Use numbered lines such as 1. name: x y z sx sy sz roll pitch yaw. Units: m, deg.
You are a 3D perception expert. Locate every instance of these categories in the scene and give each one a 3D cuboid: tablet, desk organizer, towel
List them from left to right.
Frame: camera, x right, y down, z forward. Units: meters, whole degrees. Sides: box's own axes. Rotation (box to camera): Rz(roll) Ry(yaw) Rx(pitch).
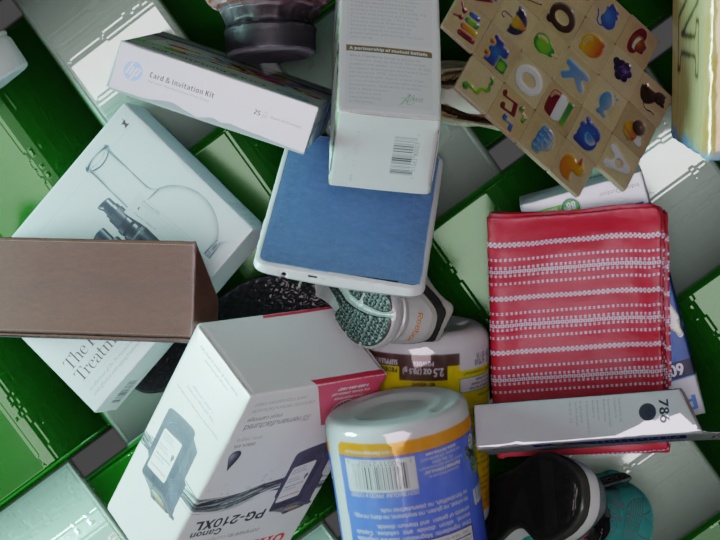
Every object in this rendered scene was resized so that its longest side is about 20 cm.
1. desk organizer: -0.211 0.015 1.695 0.198 0.072 0.078 2 88 14
2. tablet: -0.006 -0.045 1.682 0.129 0.201 0.014 9 123 1
3. towel: 0.172 0.048 1.709 0.143 0.022 0.202 -2 100 7

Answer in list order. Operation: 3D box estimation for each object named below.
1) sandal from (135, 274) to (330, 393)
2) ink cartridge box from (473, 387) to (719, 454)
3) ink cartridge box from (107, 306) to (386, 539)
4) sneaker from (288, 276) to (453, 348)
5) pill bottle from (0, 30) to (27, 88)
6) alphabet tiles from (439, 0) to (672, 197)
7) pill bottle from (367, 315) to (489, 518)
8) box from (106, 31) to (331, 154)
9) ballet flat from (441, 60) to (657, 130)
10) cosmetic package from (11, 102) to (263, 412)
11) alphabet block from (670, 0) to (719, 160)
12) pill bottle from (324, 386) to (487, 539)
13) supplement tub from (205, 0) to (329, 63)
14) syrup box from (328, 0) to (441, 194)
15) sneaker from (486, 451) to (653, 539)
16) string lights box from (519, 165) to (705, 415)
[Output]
1. sandal: -0.104 0.050 1.781 0.198 0.045 0.076 -15 92 20
2. ink cartridge box: 0.189 0.115 1.657 0.198 0.099 0.040 -3 82 8
3. ink cartridge box: -0.091 0.134 1.697 0.084 0.144 0.201 50 127 30
4. sneaker: 0.000 0.000 1.710 0.079 0.200 0.074 7 120 -36
5. pill bottle: -0.357 -0.219 1.714 0.113 0.113 0.201 -34 96 8
6. alphabet tiles: 0.154 -0.160 1.680 0.200 0.006 0.167 39 60 -18
7. pill bottle: 0.050 0.142 1.746 0.108 0.109 0.202 0 99 4
8. box: -0.102 -0.138 1.667 0.155 0.200 0.042 19 100 1
9. ballet flat: 0.137 -0.132 1.722 0.198 0.062 0.068 0 97 3
10. cosmetic package: -0.194 -0.010 1.753 0.151 0.052 0.200 43 99 12
11. alphabet block: 0.337 -0.192 1.631 0.193 0.196 0.202 -1 99 -1
12. pill bottle: 0.041 0.198 1.643 0.111 0.112 0.202 -8 102 5
13. supplement tub: -0.072 -0.264 1.675 0.106 0.107 0.202 -2 86 4
14. syrup box: 0.019 -0.159 1.653 0.081 0.201 0.079 5 137 -3
15. sneaker: 0.182 0.193 1.717 0.120 0.200 0.085 7 79 -16
16. string lights box: 0.202 0.026 1.744 0.102 0.059 0.202 -16 97 6
